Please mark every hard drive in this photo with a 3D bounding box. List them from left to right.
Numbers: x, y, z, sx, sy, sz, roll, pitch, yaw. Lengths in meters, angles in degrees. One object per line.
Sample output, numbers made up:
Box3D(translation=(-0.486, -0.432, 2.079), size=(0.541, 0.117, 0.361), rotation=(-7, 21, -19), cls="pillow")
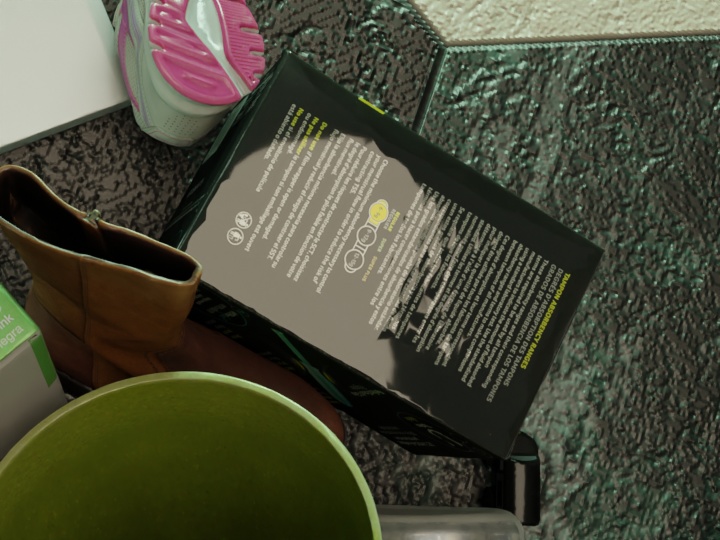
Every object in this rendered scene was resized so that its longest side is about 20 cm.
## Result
Box3D(translation=(-0.221, -0.166, 0.802), size=(0.131, 0.025, 0.202), rotation=(-23, 91, -19), cls="hard drive")

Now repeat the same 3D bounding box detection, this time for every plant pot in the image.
Box3D(translation=(-0.082, 0.181, 0.703), size=(0.185, 0.201, 0.189), rotation=(0, 56, 0), cls="plant pot")

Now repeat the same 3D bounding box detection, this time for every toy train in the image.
Box3D(translation=(0.092, 0.195, 0.848), size=(0.034, 0.046, 0.202), rotation=(1, 84, -17), cls="toy train")

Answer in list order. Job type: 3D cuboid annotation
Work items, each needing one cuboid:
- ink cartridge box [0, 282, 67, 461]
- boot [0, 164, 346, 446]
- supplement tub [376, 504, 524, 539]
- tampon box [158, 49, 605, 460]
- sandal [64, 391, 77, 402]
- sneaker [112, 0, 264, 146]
Box3D(translation=(-0.238, 0.002, 0.690), size=(0.084, 0.146, 0.200), rotation=(-40, 80, -17), cls="ink cartridge box")
Box3D(translation=(-0.084, 0.029, 0.712), size=(0.187, 0.200, 0.069), rotation=(30, 66, 5), cls="boot")
Box3D(translation=(0.029, 0.231, 0.785), size=(0.121, 0.122, 0.202), rotation=(2, 83, -17), cls="supplement tub")
Box3D(translation=(0.000, 0.000, 0.787), size=(0.199, 0.150, 0.127), rotation=(31, 77, -12), cls="tampon box")
Box3D(translation=(-0.214, 0.076, 0.766), size=(0.199, 0.045, 0.076), rotation=(29, 75, -12), cls="sandal")
Box3D(translation=(-0.100, -0.154, 0.807), size=(0.081, 0.088, 0.202), rotation=(19, 53, -21), cls="sneaker")
